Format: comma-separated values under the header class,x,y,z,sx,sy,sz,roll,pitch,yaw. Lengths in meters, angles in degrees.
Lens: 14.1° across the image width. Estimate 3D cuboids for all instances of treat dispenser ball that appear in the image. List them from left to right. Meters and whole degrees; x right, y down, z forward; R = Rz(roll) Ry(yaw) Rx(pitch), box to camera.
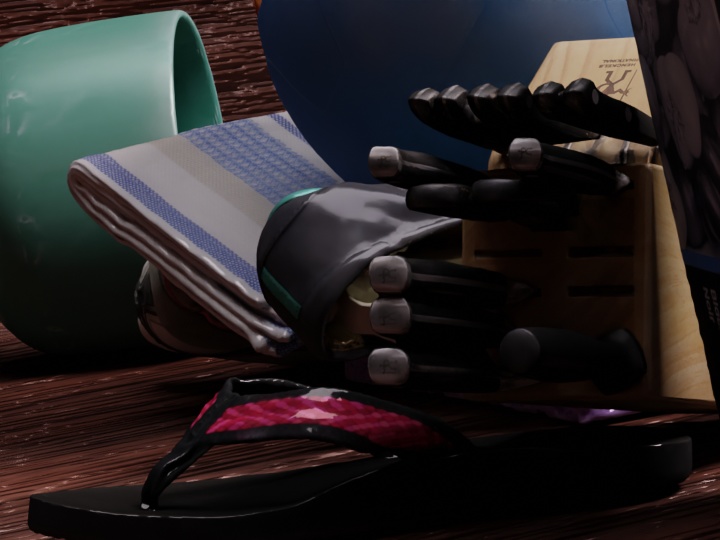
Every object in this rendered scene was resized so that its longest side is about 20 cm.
class,x,y,z,sx,sy,sz,roll,pitch,yaw
treat dispenser ball,0.059,-0.109,1.093,0.200,0.202,0.201,-6,5,1

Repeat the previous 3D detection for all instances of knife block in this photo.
class,x,y,z,sx,sy,sz,roll,pitch,yaw
knife block,0.071,0.018,0.873,0.064,0.200,0.176,0,41,31

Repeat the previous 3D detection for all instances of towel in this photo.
class,x,y,z,sx,sy,sz,roll,pitch,yaw
towel,-0.001,-0.024,1.158,0.199,0.024,0.147,-15,37,-37

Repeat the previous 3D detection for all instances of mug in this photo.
class,x,y,z,sx,sy,sz,roll,pitch,yaw
mug,-0.123,-0.023,1.351,0.114,0.186,0.152,-8,29,5

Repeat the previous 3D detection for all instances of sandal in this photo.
class,x,y,z,sx,sy,sz,roll,pitch,yaw
sandal,-0.001,0.051,0.858,0.199,0.045,0.075,-7,7,-11

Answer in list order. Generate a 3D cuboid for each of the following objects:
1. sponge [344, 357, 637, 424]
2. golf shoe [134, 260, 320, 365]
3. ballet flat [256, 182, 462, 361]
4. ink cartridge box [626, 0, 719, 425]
class,x,y,z,sx,sy,sz,roll,pitch,yaw
sponge,0.083,0.027,1.100,0.111,0.030,0.200,-10,7,-24
golf shoe,0.000,0.000,1.239,0.199,0.073,0.092,-2,-19,-22
ballet flat,0.064,-0.001,1.003,0.199,0.073,0.073,-6,5,-12
ink cartridge box,0.124,-0.027,0.744,0.043,0.199,0.200,-14,6,-12
